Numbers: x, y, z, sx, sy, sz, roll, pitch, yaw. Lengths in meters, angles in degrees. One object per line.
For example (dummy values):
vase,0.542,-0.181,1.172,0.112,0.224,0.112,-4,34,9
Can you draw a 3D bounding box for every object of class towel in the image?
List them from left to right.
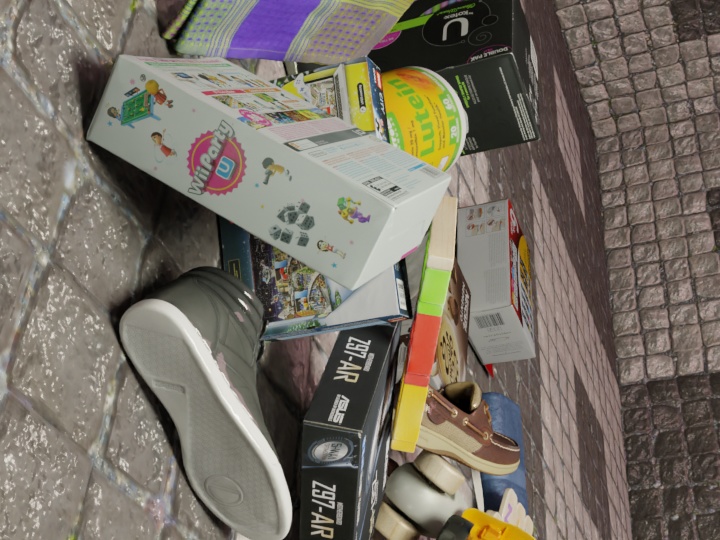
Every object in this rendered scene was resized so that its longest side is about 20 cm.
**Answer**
towel,-0.038,-0.208,0.789,0.200,0.144,0.023,-5,63,-47
towel,0.188,0.270,1.380,0.112,0.048,0.200,41,43,-55

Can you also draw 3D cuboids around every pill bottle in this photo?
pill bottle,-0.001,-0.113,0.915,0.200,0.111,0.111,-27,107,-48

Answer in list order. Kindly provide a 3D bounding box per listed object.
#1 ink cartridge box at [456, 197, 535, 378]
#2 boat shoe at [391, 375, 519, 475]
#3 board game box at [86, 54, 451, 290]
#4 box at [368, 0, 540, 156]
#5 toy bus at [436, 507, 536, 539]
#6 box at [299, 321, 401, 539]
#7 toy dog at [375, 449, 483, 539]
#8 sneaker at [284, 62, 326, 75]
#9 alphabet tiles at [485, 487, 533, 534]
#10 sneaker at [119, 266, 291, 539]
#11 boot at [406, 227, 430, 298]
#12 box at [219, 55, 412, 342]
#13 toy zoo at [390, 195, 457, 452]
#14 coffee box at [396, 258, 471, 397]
ink cartridge box,0.204,0.029,1.498,0.176,0.084,0.200,58,28,-46
boat shoe,0.098,0.142,0.981,0.200,0.072,0.072,27,92,-39
board game box,-0.054,-0.074,0.682,0.064,0.200,0.148,-64,168,18
box,0.086,-0.213,1.127,0.124,0.200,0.149,62,26,-43
toy bus,0.088,0.346,0.919,0.200,0.136,0.192,-43,158,-56
box,-0.009,0.149,0.808,0.160,0.043,0.200,-67,164,-57
toy dog,0.074,0.236,1.027,0.096,0.132,0.200,44,-17,46
sneaker,-0.013,-0.206,0.989,0.075,0.106,0.200,-67,142,-57
alphabet tiles,0.178,0.382,1.268,0.200,0.015,0.196,58,45,-45
sneaker,-0.083,0.085,0.695,0.200,0.071,0.099,67,28,-21
boot,0.000,0.002,0.947,0.073,0.182,0.200,60,-11,9
box,-0.041,-0.051,0.787,0.038,0.136,0.200,21,61,-68
toy zoo,0.050,0.054,0.826,0.131,0.020,0.200,-74,174,-66
coffee box,0.061,0.066,1.091,0.200,0.080,0.113,-79,150,-45
